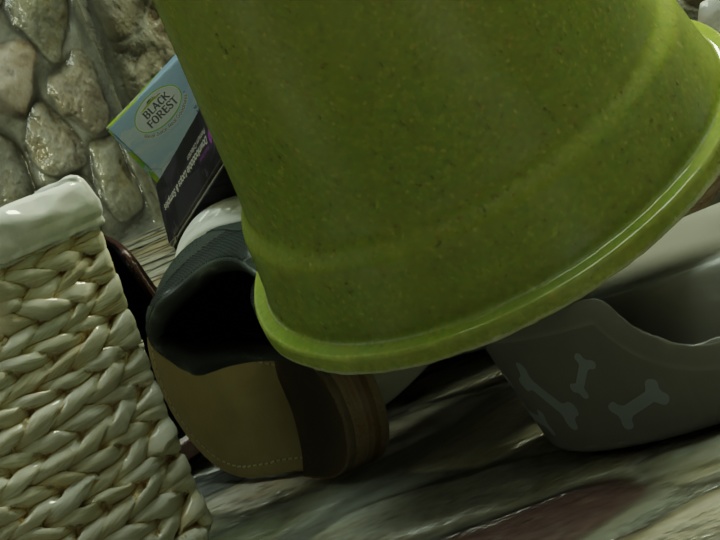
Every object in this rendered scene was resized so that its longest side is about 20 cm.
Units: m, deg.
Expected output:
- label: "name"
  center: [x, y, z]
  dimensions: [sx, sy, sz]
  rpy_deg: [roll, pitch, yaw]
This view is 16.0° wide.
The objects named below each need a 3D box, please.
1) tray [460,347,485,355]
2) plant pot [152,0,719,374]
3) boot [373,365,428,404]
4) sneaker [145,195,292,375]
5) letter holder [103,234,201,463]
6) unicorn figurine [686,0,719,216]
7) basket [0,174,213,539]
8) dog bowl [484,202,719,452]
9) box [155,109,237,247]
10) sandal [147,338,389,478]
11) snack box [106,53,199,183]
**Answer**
- label: "tray"
  center: [0.069, 0.020, 1.274]
  dimensions: [0.107, 0.022, 0.200]
  rpy_deg: [-28, 8, -42]
- label: "plant pot"
  center: [0.008, -0.098, 0.899]
  dimensions: [0.200, 0.185, 0.201]
  rpy_deg: [-25, 26, 13]
- label: "boot"
  center: [0.021, -0.048, 1.208]
  dimensions: [0.200, 0.144, 0.072]
  rpy_deg: [-43, 16, -19]
- label: "sneaker"
  center: [0.000, 0.000, 1.028]
  dimensions: [0.199, 0.075, 0.085]
  rpy_deg: [-20, 21, 31]
- label: "letter holder"
  center: [-0.116, 0.016, 1.334]
  dimensions: [0.100, 0.142, 0.200]
  rpy_deg: [-36, 7, -9]
- label: "unicorn figurine"
  center: [0.156, -0.064, 1.146]
  dimensions: [0.138, 0.074, 0.200]
  rpy_deg: [-61, 10, 28]
- label: "basket"
  center: [-0.203, 0.082, 1.027]
  dimensions: [0.199, 0.162, 0.198]
  rpy_deg: [-16, 8, 46]
- label: "dog bowl"
  center: [0.139, 0.005, 0.928]
  dimensions: [0.199, 0.059, 0.200]
  rpy_deg: [-23, 6, 2]
- label: "box"
  center: [0.023, -0.065, 1.105]
  dimensions: [0.199, 0.036, 0.143]
  rpy_deg: [-10, -20, -24]
- label: "sandal"
  center: [-0.022, 0.048, 1.133]
  dimensions: [0.069, 0.078, 0.211]
  rpy_deg: [-18, 11, -23]
- label: "snack box"
  center: [-0.041, -0.114, 1.298]
  dimensions: [0.169, 0.068, 0.200]
  rpy_deg: [-45, 6, 4]
